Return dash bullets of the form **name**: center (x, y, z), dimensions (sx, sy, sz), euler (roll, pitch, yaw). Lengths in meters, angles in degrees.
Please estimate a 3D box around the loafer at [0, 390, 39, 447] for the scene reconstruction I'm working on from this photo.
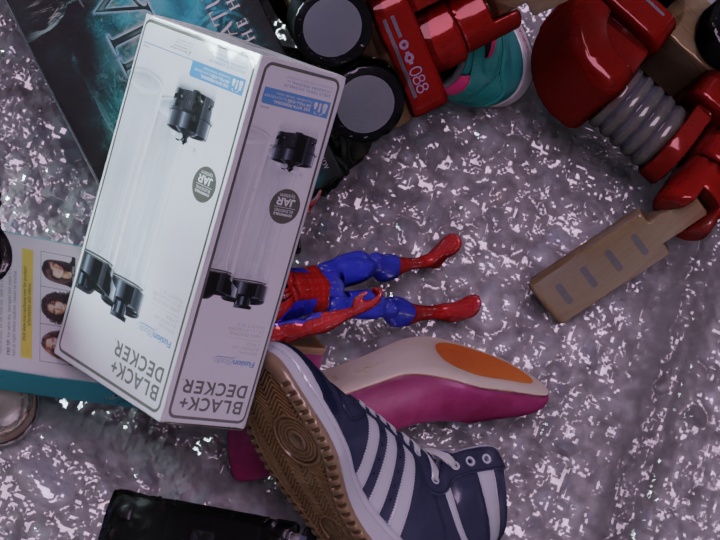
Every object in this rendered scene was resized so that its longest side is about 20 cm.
- **loafer**: center (-0.263, 0.017, 1.076), dimensions (0.072, 0.063, 0.201), euler (-32, 80, -16)

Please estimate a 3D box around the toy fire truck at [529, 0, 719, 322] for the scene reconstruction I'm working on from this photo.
- **toy fire truck**: center (0.170, -0.083, 1.139), dimensions (0.176, 0.129, 0.200), euler (41, 63, -5)

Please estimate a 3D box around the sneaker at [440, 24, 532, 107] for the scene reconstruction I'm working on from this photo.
- **sneaker**: center (0.025, -0.189, 1.150), dimensions (0.083, 0.120, 0.201), euler (-39, 80, 26)

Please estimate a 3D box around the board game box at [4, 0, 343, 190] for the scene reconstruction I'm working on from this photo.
- **board game box**: center (-0.112, -0.116, 1.041), dimensions (0.134, 0.028, 0.201), euler (-26, 99, 3)

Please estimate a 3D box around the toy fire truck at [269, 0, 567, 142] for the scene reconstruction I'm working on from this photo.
- **toy fire truck**: center (0.044, -0.187, 1.026), dimensions (0.198, 0.129, 0.177), euler (-26, 115, -2)

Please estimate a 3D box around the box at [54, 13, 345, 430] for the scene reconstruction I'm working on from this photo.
- **box**: center (-0.090, -0.027, 0.978), dimensions (0.060, 0.116, 0.202), euler (9, 102, -43)

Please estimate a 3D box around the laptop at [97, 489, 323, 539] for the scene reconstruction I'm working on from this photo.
- **laptop**: center (-0.067, 0.243, 1.063), dimensions (0.198, 0.103, 0.179), euler (7, 69, 21)

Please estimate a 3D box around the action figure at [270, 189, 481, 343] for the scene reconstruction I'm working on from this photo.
- **action figure**: center (0.000, 0.000, 1.060), dimensions (0.199, 0.099, 0.066), euler (-6, 70, -38)

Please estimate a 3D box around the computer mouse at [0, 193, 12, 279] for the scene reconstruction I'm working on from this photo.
- **computer mouse**: center (-0.269, -0.016, 0.947), dimensions (0.199, 0.044, 0.111), euler (-23, 66, 26)

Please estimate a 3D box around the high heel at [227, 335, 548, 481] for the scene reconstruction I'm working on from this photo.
- **high heel**: center (0.017, 0.094, 1.108), dimensions (0.198, 0.067, 0.097), euler (6, 110, -23)

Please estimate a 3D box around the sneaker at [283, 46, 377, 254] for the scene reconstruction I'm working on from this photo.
- **sneaker**: center (-0.041, -0.052, 1.123), dimensions (0.113, 0.076, 0.202), euler (-2, 68, -2)

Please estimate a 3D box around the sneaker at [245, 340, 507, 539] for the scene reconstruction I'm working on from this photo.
- **sneaker**: center (0.013, 0.106, 1.041), dimensions (0.108, 0.070, 0.201), euler (-41, 109, -34)

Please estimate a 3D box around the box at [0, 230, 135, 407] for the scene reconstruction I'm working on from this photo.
- **box**: center (-0.193, 0.026, 1.037), dimensions (0.199, 0.049, 0.083), euler (13, 67, -41)
